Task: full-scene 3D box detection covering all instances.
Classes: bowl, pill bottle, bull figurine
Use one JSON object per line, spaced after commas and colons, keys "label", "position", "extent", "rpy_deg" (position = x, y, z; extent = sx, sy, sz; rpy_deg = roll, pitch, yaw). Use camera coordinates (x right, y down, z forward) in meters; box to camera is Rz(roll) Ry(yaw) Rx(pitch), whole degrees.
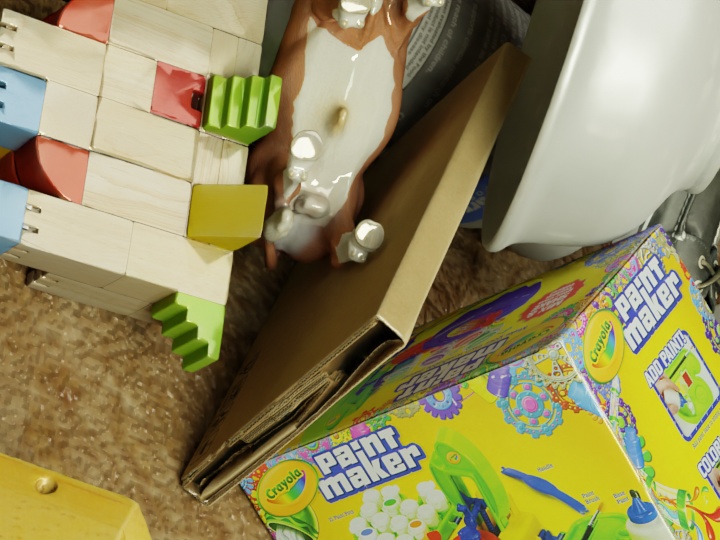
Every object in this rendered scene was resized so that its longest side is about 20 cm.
{"label": "bowl", "position": [0.126, -0.093, 1.135], "extent": [0.090, 0.201, 0.202], "rpy_deg": [16, 52, -4]}
{"label": "pill bottle", "position": [0.045, -0.092, 1.278], "extent": [0.200, 0.113, 0.114], "rpy_deg": [34, 48, -33]}
{"label": "bull figurine", "position": [-0.008, -0.095, 1.128], "extent": [0.065, 0.121, 0.201], "rpy_deg": [11, 93, -13]}

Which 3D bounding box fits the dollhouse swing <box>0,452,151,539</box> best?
{"label": "dollhouse swing", "position": [-0.171, 0.196, 0.939], "extent": [0.181, 0.176, 0.200], "rpy_deg": [18, 45, 8]}

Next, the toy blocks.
{"label": "toy blocks", "position": [-0.120, -0.067, 1.101], "extent": [0.136, 0.100, 0.201], "rpy_deg": [18, 67, -27]}

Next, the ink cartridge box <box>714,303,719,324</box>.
{"label": "ink cartridge box", "position": [0.229, 0.125, 1.353], "extent": [0.147, 0.144, 0.200], "rpy_deg": [46, 41, -22]}

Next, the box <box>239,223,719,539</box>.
{"label": "box", "position": [0.085, 0.116, 1.146], "extent": [0.193, 0.199, 0.122], "rpy_deg": [59, 39, -10]}

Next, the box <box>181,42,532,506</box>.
{"label": "box", "position": [0.000, 0.000, 1.138], "extent": [0.021, 0.163, 0.200], "rpy_deg": [38, 44, -11]}

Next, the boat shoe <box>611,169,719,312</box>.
{"label": "boat shoe", "position": [0.161, 0.012, 1.316], "extent": [0.069, 0.056, 0.201], "rpy_deg": [16, 101, -54]}
